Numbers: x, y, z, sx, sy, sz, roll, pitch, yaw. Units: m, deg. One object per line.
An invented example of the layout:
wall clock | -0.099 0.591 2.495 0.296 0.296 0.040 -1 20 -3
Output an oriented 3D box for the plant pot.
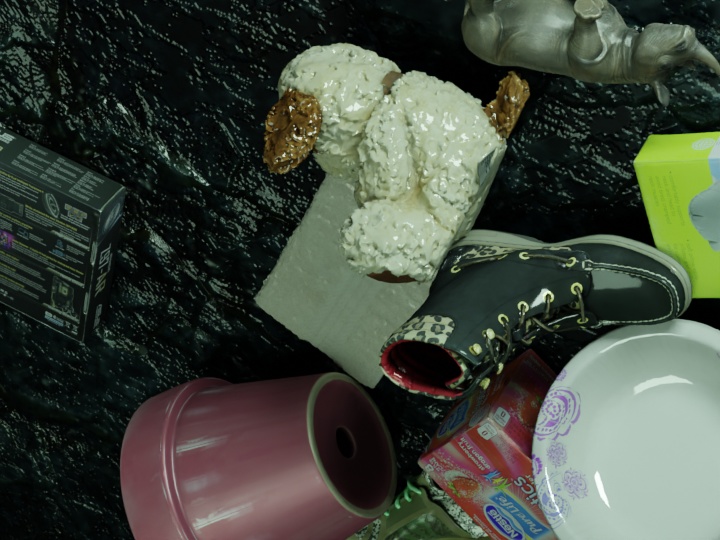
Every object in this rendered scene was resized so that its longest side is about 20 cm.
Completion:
plant pot | -0.076 0.175 1.647 0.178 0.200 0.201 -22 111 30

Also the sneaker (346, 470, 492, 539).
sneaker | 0.059 0.202 1.678 0.198 0.077 0.089 -3 108 26

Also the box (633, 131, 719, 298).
box | 0.303 -0.041 1.364 0.199 0.048 0.123 -2 122 32

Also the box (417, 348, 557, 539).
box | 0.158 0.178 1.573 0.200 0.096 0.100 45 134 -7

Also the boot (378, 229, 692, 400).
boot | 0.125 0.039 1.407 0.202 0.154 0.074 7 126 30

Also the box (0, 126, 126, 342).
box | -0.312 -0.044 1.717 0.199 0.044 0.161 25 132 12

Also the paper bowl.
paper bowl | 0.237 0.144 1.459 0.199 0.202 0.104 7 170 25

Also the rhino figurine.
rhino figurine | 0.157 -0.166 1.345 0.199 0.060 0.088 17 147 17

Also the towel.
towel | 0.000 0.000 1.578 0.132 0.035 0.200 37 134 3

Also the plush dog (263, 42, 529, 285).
plush dog | 0.017 -0.104 1.401 0.171 0.200 0.161 28 114 6
